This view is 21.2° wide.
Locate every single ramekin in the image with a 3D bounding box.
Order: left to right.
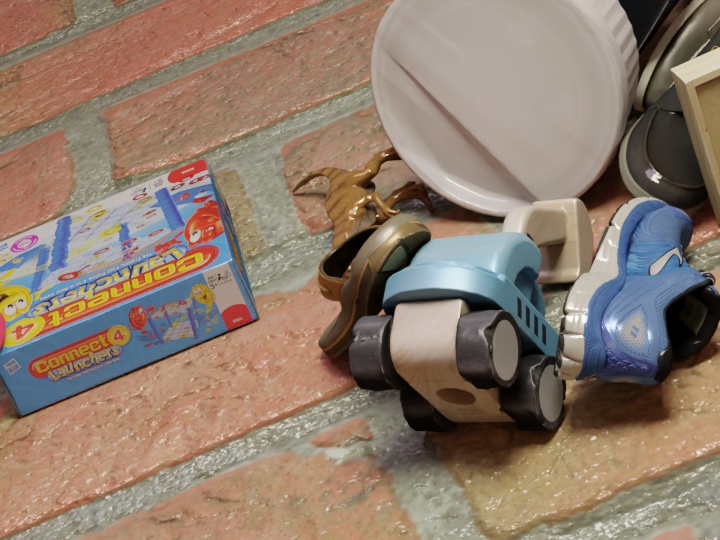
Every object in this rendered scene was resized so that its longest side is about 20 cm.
[{"bbox_3d":[0.115,-0.148,1.432,0.201,0.203,0.094,-4,23,30],"label":"ramekin"}]

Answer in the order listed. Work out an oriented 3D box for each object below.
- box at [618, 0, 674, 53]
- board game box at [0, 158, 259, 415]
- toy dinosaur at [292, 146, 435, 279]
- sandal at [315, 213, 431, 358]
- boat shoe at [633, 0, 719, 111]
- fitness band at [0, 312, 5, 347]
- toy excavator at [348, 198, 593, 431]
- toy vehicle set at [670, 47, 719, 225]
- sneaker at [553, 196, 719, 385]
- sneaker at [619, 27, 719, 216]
[{"bbox_3d":[0.171,-0.272,1.518,0.199,0.124,0.197,34,41,5],"label":"box"},{"bbox_3d":[-0.192,0.008,1.519,0.199,0.056,0.196,-23,28,0],"label":"board game box"},{"bbox_3d":[-0.005,-0.062,1.503,0.106,0.061,0.200,-22,28,3],"label":"toy dinosaur"},{"bbox_3d":[0.000,0.000,1.294,0.080,0.054,0.200,-45,-8,-18],"label":"sandal"},{"bbox_3d":[0.289,-0.189,1.500,0.060,0.072,0.202,36,70,18],"label":"boat shoe"},{"bbox_3d":[-0.337,0.098,1.427,0.143,0.037,0.201,-19,38,43],"label":"fitness band"},{"bbox_3d":[0.093,0.011,1.249,0.099,0.194,0.201,-3,62,31],"label":"toy excavator"},{"bbox_3d":[0.320,-0.117,1.300,0.199,0.125,0.027,-23,28,-3],"label":"toy vehicle set"},{"bbox_3d":[0.188,0.020,1.228,0.089,0.079,0.200,15,33,14],"label":"sneaker"},{"bbox_3d":[0.250,-0.126,1.363,0.075,0.106,0.200,32,45,4],"label":"sneaker"}]
